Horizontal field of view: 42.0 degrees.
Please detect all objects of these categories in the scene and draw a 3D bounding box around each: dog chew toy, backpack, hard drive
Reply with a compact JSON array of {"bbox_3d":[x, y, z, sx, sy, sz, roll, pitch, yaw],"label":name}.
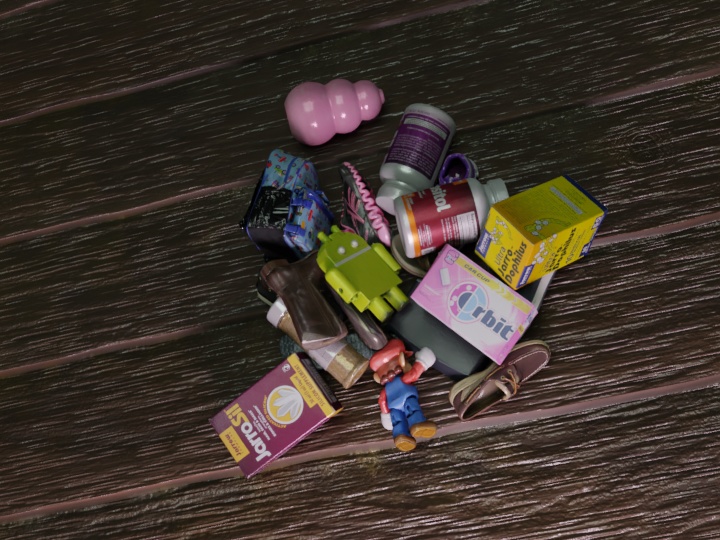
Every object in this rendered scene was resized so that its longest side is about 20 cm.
[{"bbox_3d":[-0.049,-0.325,1.873,0.197,0.125,0.126,-14,68,-2],"label":"dog chew toy"},{"bbox_3d":[-0.127,-0.122,1.785,0.133,0.183,0.202,5,67,18],"label":"backpack"},{"bbox_3d":[0.153,0.108,1.714,0.199,0.042,0.136,33,81,21],"label":"hard drive"}]

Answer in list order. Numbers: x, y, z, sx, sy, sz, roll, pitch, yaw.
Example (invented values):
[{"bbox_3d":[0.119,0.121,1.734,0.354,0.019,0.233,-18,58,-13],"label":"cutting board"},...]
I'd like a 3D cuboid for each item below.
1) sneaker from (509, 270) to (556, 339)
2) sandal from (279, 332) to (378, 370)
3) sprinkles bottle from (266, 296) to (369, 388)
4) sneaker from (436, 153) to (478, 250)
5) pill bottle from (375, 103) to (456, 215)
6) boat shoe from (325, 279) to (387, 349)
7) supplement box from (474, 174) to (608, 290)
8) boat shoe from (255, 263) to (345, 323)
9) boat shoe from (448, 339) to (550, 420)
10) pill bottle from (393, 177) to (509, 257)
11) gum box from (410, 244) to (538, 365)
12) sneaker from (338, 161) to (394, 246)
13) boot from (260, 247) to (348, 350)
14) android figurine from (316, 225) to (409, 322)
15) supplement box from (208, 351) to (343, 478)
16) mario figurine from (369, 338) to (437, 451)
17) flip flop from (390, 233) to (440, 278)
[{"bbox_3d":[0.266,0.021,1.693,0.145,0.077,0.204,25,68,8],"label":"sneaker"},{"bbox_3d":[-0.053,0.150,1.752,0.197,0.043,0.077,0,78,2],"label":"sandal"},{"bbox_3d":[-0.077,0.124,1.690,0.199,0.068,0.068,40,83,12],"label":"sprinkles bottle"},{"bbox_3d":[0.172,-0.135,1.770,0.079,0.089,0.203,7,74,13],"label":"sneaker"},{"bbox_3d":[0.101,-0.207,1.794,0.111,0.112,0.202,18,73,17],"label":"pill bottle"},{"bbox_3d":[0.004,0.062,1.724,0.073,0.075,0.200,-30,48,-7],"label":"boat shoe"},{"bbox_3d":[0.314,-0.069,1.628,0.198,0.110,0.110,-23,54,-33],"label":"supplement box"},{"bbox_3d":[-0.115,0.052,1.765,0.200,0.064,0.074,28,45,25],"label":"boat shoe"},{"bbox_3d":[0.249,0.196,1.633,0.198,0.073,0.072,-29,31,5],"label":"boat shoe"},{"bbox_3d":[0.165,-0.100,1.680,0.197,0.113,0.114,-15,68,-1],"label":"pill bottle"},{"bbox_3d":[0.192,0.056,1.629,0.199,0.066,0.114,36,88,21],"label":"gum box"},{"bbox_3d":[-0.011,-0.117,1.819,0.095,0.079,0.202,-30,66,13],"label":"sneaker"},{"bbox_3d":[-0.061,0.053,1.666,0.184,0.065,0.200,-14,48,-30],"label":"boot"},{"bbox_3d":[0.000,0.000,1.700,0.200,0.181,0.041,49,126,11],"label":"android figurine"},{"bbox_3d":[-0.149,0.254,1.676,0.199,0.103,0.131,-38,82,4],"label":"supplement box"},{"bbox_3d":[0.086,0.214,1.671,0.122,0.106,0.202,-15,57,0],"label":"mario figurine"},{"bbox_3d":[0.137,-0.013,1.728,0.080,0.058,0.200,-22,50,-33],"label":"flip flop"}]
